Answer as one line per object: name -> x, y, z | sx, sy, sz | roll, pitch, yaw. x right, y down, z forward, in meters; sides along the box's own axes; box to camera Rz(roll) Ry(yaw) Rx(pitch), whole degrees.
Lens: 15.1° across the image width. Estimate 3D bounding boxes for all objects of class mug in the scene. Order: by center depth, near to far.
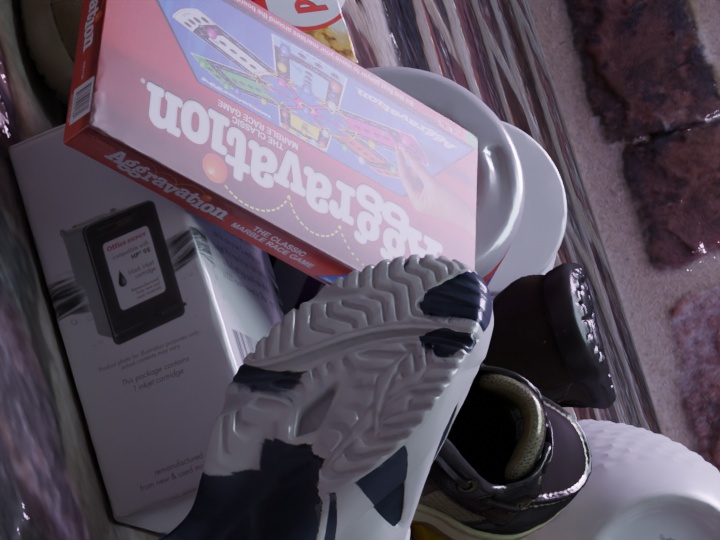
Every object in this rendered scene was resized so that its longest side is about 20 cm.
mug -> 0.100, 0.132, 1.307 | 0.200, 0.148, 0.175 | 37, -10, -9

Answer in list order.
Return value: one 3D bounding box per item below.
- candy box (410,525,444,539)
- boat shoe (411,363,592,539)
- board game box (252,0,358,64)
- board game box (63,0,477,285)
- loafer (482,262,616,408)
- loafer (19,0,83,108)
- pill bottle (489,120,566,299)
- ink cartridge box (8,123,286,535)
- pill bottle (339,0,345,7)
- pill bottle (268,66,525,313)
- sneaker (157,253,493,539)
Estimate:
candy box -> 0.034, 0.160, 1.295 | 0.200, 0.026, 0.102 | 90, -24, -56
boat shoe -> 0.051, 0.074, 1.142 | 0.200, 0.065, 0.074 | 6, 64, -57
board game box -> -0.078, -0.156, 1.267 | 0.151, 0.046, 0.201 | -39, -115, 58
board game box -> -0.030, -0.053, 1.098 | 0.200, 0.019, 0.103 | 28, 50, -33
loafer -> 0.082, 0.034, 1.339 | 0.200, 0.071, 0.073 | 53, 24, -78
loafer -> -0.119, -0.155, 1.226 | 0.076, 0.067, 0.201 | 55, 17, -56
pill bottle -> 0.041, -0.013, 1.477 | 0.200, 0.116, 0.117 | 136, -65, -74
ink cartridge box -> -0.080, 0.004, 1.113 | 0.116, 0.066, 0.201 | 36, 35, -71
pill bottle -> -0.067, -0.193, 1.468 | 0.113, 0.112, 0.201 | 59, 14, -47
pill bottle -> 0.000, 0.000, 1.264 | 0.200, 0.111, 0.112 | 116, -39, -61
sneaker -> -0.006, 0.097, 1.020 | 0.200, 0.079, 0.130 | -61, 151, -14
